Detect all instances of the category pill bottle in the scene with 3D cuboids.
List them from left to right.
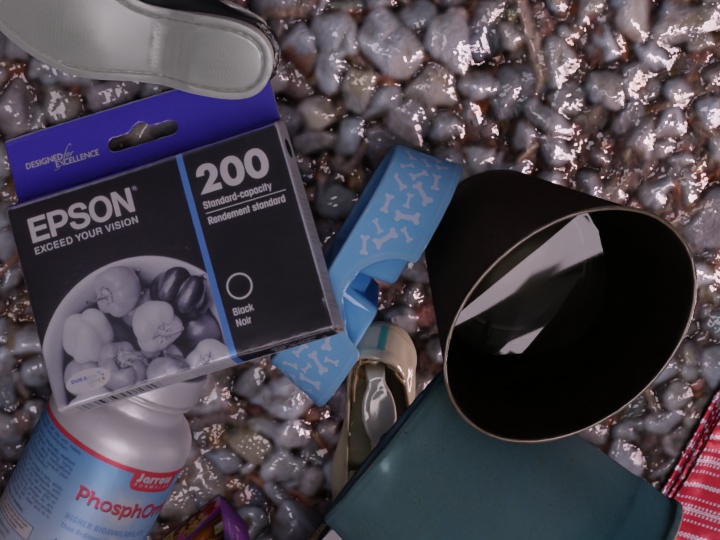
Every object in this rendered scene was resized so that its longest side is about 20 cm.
[{"bbox_3d":[-0.189,0.143,1.252,0.108,0.109,0.201,24,105,-15],"label":"pill bottle"}]

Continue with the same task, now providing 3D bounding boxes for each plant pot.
[{"bbox_3d":[0.084,0.178,1.192,0.188,0.200,0.200,39,102,2],"label":"plant pot"}]

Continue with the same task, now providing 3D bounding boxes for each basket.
[{"bbox_3d":[0.118,0.007,1.192,0.180,0.200,0.136,-39,109,4],"label":"basket"}]

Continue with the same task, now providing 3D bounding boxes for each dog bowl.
[{"bbox_3d":[0.000,0.000,1.228,0.049,0.112,0.201,29,104,-6],"label":"dog bowl"}]

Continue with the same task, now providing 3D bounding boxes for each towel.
[{"bbox_3d":[0.323,0.158,1.374,0.144,0.023,0.201,22,105,-16],"label":"towel"}]

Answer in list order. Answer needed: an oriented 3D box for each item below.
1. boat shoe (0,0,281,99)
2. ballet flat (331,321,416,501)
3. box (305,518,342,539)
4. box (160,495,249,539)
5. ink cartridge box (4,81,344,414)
[{"bbox_3d":[-0.151,-0.162,1.171,0.199,0.060,0.076,20,109,0],"label":"boat shoe"},{"bbox_3d":[0.012,0.138,1.301,0.069,0.070,0.201,-4,111,-6],"label":"ballet flat"},{"bbox_3d":[-0.003,0.310,1.287,0.198,0.050,0.200,38,94,-7],"label":"box"},{"bbox_3d":[-0.165,0.268,1.286,0.200,0.137,0.039,-38,111,6],"label":"box"},{"bbox_3d":[-0.132,-0.026,1.178,0.197,0.043,0.201,-17,80,3],"label":"ink cartridge box"}]
